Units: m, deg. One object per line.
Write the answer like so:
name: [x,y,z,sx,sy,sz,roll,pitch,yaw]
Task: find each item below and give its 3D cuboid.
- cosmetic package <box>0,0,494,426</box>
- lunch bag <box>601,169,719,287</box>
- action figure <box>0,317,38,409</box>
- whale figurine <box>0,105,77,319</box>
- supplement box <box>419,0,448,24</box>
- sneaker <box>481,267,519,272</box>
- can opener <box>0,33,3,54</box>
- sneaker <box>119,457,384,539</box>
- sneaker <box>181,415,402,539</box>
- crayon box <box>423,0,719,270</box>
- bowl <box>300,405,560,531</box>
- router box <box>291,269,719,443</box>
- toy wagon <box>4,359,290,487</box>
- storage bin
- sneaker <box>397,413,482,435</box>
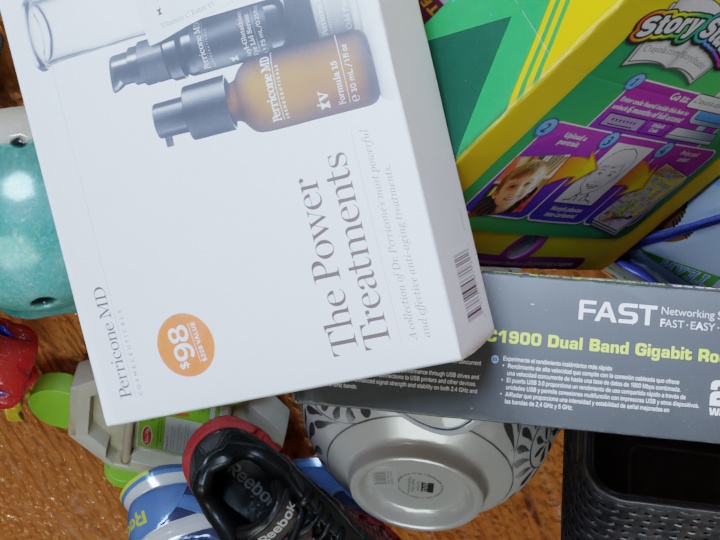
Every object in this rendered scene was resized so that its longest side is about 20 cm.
cosmetic package: [-0.047,-0.054,0.571,0.149,0.052,0.202,-12,95,23]
lunch bag: [0.214,-0.015,0.791,0.169,0.125,0.199,35,149,-27]
action figure: [-0.271,0.041,0.956,0.098,0.066,0.200,13,167,19]
whale figurine: [-0.186,-0.011,0.887,0.157,0.105,0.200,-8,153,-10]
supplement box: [0.018,-0.138,0.650,0.199,0.086,0.111,-33,129,9]
sneaker: [-0.004,-0.014,0.863,0.198,0.071,0.073,-1,140,13]
can opener: [-0.265,-0.069,0.872,0.053,0.067,0.200,26,139,-20]
sneaker: [-0.069,0.184,1.074,0.198,0.083,0.074,-4,142,-10]
sneaker: [-0.036,0.173,0.986,0.200,0.071,0.098,39,180,0]
crayon box: [0.101,-0.074,0.644,0.199,0.059,0.172,2,141,-51]
bowl: [0.042,0.108,0.996,0.198,0.095,0.202,6,140,5]
router box: [0.078,0.033,0.669,0.198,0.063,0.150,4,179,7]
toy wagon: [-0.152,0.102,1.078,0.198,0.040,0.156,13,141,-2]
storage bin: [0.227,0.114,0.923,0.198,0.136,0.094,7,141,1]
sneaker: [0.000,0.000,0.788,0.073,0.071,0.201,-36,83,8]
